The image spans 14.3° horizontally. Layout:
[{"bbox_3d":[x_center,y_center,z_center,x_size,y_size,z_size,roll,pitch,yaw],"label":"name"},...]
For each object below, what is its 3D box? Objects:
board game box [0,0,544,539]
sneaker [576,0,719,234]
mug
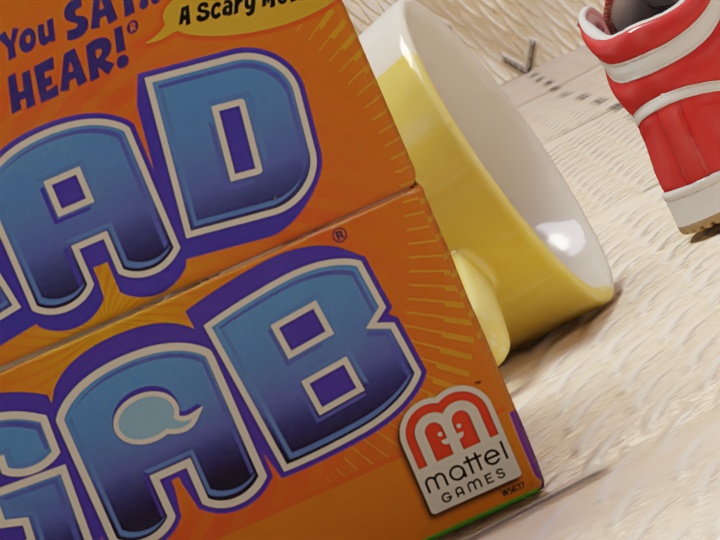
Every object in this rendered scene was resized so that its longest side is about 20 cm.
[{"bbox_3d":[-0.079,0.003,0.932,0.199,0.201,0.200,-24,7,-1],"label":"board game box"},{"bbox_3d":[0.159,-0.092,1.302,0.071,0.113,0.200,-25,5,19],"label":"sneaker"},{"bbox_3d":[-0.003,-0.007,1.170,0.153,0.150,0.187,-34,-4,14],"label":"mug"}]
